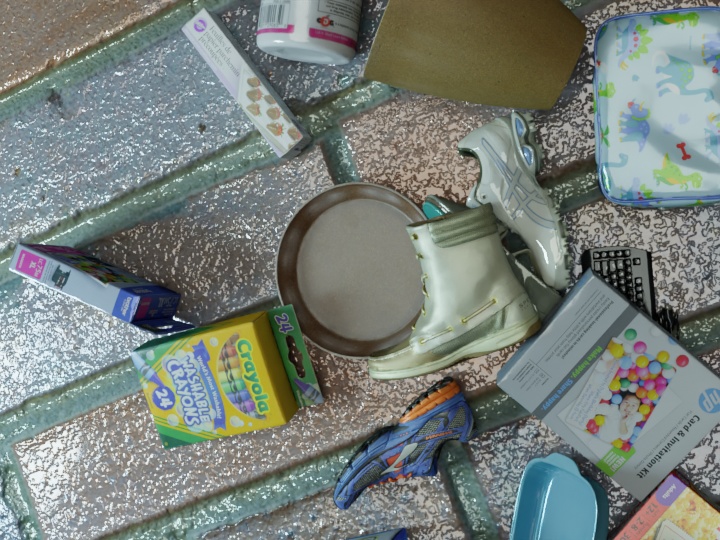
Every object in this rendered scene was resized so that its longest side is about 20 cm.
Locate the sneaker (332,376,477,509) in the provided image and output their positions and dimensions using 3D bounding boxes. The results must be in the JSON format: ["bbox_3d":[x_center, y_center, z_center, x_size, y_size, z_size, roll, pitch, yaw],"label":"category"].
[{"bbox_3d":[0.048,0.209,1.099,0.200,0.075,0.079,-41,85,14],"label":"sneaker"}]

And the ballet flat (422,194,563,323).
[{"bbox_3d":[0.151,-0.017,1.079,0.064,0.067,0.200,-38,82,-15],"label":"ballet flat"}]

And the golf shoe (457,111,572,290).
[{"bbox_3d":[0.166,-0.067,1.053,0.096,0.078,0.202,-17,75,4],"label":"golf shoe"}]

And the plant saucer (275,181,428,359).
[{"bbox_3d":[0.000,0.000,1.125,0.198,0.034,0.203,0,91,14],"label":"plant saucer"}]

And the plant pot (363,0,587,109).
[{"bbox_3d":[0.128,-0.252,1.024,0.198,0.186,0.188,23,97,0],"label":"plant pot"}]

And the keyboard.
[{"bbox_3d":[0.294,0.073,1.047,0.103,0.040,0.202,-5,91,15],"label":"keyboard"}]

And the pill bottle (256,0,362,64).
[{"bbox_3d":[-0.049,-0.340,1.089,0.112,0.113,0.202,9,94,14],"label":"pill bottle"}]

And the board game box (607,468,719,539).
[{"bbox_3d":[0.359,0.331,1.032,0.200,0.046,0.152,39,101,11],"label":"board game box"}]

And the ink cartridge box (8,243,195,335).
[{"bbox_3d":[-0.298,0.020,1.159,0.199,0.119,0.042,24,95,12],"label":"ink cartridge box"}]

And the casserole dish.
[{"bbox_3d":[0.213,0.297,1.048,0.121,0.038,0.202,15,98,57],"label":"casserole dish"}]

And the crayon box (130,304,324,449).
[{"bbox_3d":[-0.156,0.126,1.140,0.198,0.052,0.127,-15,99,19],"label":"crayon box"}]

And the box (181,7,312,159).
[{"bbox_3d":[-0.133,-0.219,1.152,0.039,0.041,0.201,-39,83,12],"label":"box"}]

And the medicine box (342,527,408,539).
[{"bbox_3d":[-0.019,0.415,1.104,0.181,0.103,0.202,-15,88,14],"label":"medicine box"}]

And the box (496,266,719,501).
[{"bbox_3d":[0.267,0.120,1.022,0.200,0.041,0.156,39,105,-3],"label":"box"}]

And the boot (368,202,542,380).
[{"bbox_3d":[0.076,0.025,1.043,0.199,0.072,0.156,-21,96,23],"label":"boot"}]

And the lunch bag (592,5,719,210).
[{"bbox_3d":[0.323,-0.165,1.012,0.159,0.082,0.202,-3,91,16],"label":"lunch bag"}]
